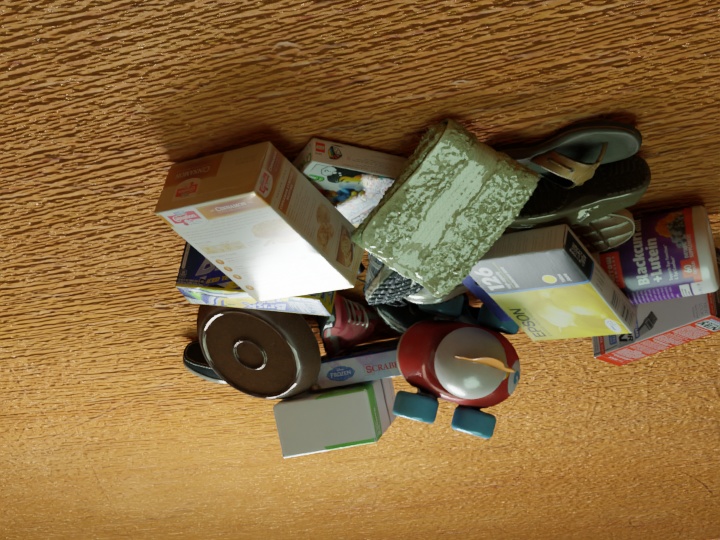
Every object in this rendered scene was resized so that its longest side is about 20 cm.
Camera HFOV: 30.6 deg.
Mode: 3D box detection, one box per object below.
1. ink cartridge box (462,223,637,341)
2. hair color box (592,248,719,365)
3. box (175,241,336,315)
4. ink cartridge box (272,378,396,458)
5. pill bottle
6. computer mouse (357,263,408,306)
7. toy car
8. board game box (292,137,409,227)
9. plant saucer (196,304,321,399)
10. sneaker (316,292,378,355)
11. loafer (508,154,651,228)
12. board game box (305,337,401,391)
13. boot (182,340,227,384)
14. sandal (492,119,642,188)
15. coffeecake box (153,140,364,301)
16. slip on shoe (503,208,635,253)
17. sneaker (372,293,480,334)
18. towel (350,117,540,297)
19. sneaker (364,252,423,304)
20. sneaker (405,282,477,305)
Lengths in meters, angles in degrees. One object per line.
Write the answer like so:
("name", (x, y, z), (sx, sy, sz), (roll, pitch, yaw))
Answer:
("ink cartridge box", (0.211, 0.023, 1.636), (0.200, 0.047, 0.198), (-10, 143, 35))
("hair color box", (0.412, 0.049, 1.822), (0.064, 0.111, 0.200), (19, 148, -38))
("box", (-0.133, 0.010, 1.706), (0.199, 0.070, 0.064), (5, 158, 15))
("ink cartridge box", (-0.033, 0.212, 1.982), (0.145, 0.084, 0.200), (-11, -178, 12))
("pill bottle", (0.348, -0.012, 1.679), (0.200, 0.112, 0.111), (-11, 155, 18))
("computer mouse", (0.000, 0.000, 1.763), (0.059, 0.034, 0.200), (-7, 153, 36))
("toy car", (0.155, 0.127, 1.761), (0.177, 0.185, 0.200), (16, 175, -17))
("board game box", (-0.038, -0.089, 1.576), (0.126, 0.035, 0.200), (10, 154, -22))
("plant saucer", (-0.153, 0.111, 1.878), (0.200, 0.035, 0.201), (15, 129, 19))
("sneaker", (-0.020, 0.065, 1.901), (0.087, 0.074, 0.200), (-11, 163, 0))
("loafer", (0.245, -0.083, 1.558), (0.199, 0.076, 0.067), (-7, 149, 13))
("board game box", (0.025, 0.134, 1.974), (0.200, 0.041, 0.199), (-11, -179, 20))
("boot", (-0.181, 0.106, 1.973), (0.203, 0.074, 0.154), (9, 144, 14))
("sandal", (0.223, -0.121, 1.497), (0.200, 0.055, 0.082), (-10, 155, 19))
("coffeecake box", (-0.114, -0.052, 1.535), (0.153, 0.073, 0.200), (-9, 143, 35))
("slip on shoe", (0.238, -0.057, 1.638), (0.200, 0.061, 0.076), (-12, 135, 15))
("sneaker", (0.107, 0.052, 1.890), (0.200, 0.076, 0.088), (24, 116, -30))
("towel", (0.097, -0.067, 1.504), (0.148, 0.037, 0.200), (29, 120, -15))
("sneaker", (0.044, -0.030, 1.650), (0.077, 0.086, 0.200), (-11, 151, -20))
("sneaker", (0.132, -0.014, 1.740), (0.199, 0.070, 0.093), (-7, 133, 24))
